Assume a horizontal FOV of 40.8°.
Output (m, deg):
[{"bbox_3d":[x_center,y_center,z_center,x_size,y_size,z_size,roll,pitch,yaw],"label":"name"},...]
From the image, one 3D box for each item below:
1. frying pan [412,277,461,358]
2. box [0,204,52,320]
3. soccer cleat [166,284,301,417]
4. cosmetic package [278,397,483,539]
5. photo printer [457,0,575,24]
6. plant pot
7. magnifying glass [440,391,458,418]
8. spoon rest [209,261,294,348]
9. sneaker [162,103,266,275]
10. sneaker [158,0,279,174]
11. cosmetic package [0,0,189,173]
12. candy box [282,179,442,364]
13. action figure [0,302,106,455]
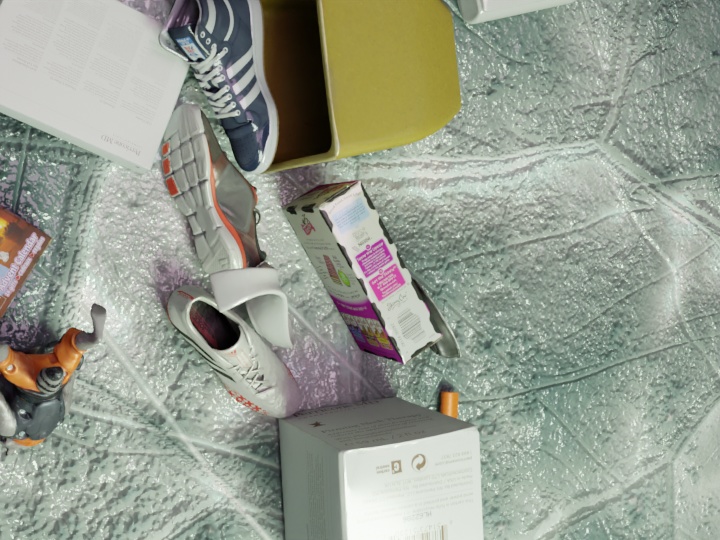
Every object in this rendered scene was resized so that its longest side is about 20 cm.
[{"bbox_3d":[0.063,0.027,1.147,0.031,0.115,0.191,-33,103,-7],"label":"frying pan"},{"bbox_3d":[-0.422,0.015,0.969,0.136,0.039,0.202,34,78,-20],"label":"box"},{"bbox_3d":[-0.135,0.095,1.073,0.069,0.085,0.200,-46,108,-16],"label":"soccer cleat"},{"bbox_3d":[0.018,0.248,1.082,0.165,0.199,0.169,-6,94,-24],"label":"cosmetic package"},{"bbox_3d":[0.206,-0.411,1.222,0.198,0.069,0.169,-16,98,-23],"label":"photo printer"},{"bbox_3d":[0.000,-0.220,1.076,0.198,0.193,0.199,-8,94,-31],"label":"plant pot"},{"bbox_3d":[0.106,0.254,1.208,0.079,0.022,0.203,12,81,-53],"label":"magnifying glass"},{"bbox_3d":[-0.101,0.031,1.037,0.060,0.200,0.101,-20,78,7],"label":"spoon rest"},{"bbox_3d":[-0.158,-0.088,1.080,0.081,0.076,0.203,-25,104,-47],"label":"sneaker"},{"bbox_3d":[-0.149,-0.201,1.022,0.108,0.069,0.203,-10,95,-53],"label":"sneaker"},{"bbox_3d":[-0.290,-0.212,1.016,0.198,0.052,0.153,24,79,-23],"label":"cosmetic package"},{"bbox_3d":[0.000,0.000,1.103,0.061,0.136,0.202,-34,105,-17],"label":"candy box"},{"bbox_3d":[-0.339,0.119,0.934,0.198,0.194,0.105,-20,61,-36],"label":"action figure"}]
